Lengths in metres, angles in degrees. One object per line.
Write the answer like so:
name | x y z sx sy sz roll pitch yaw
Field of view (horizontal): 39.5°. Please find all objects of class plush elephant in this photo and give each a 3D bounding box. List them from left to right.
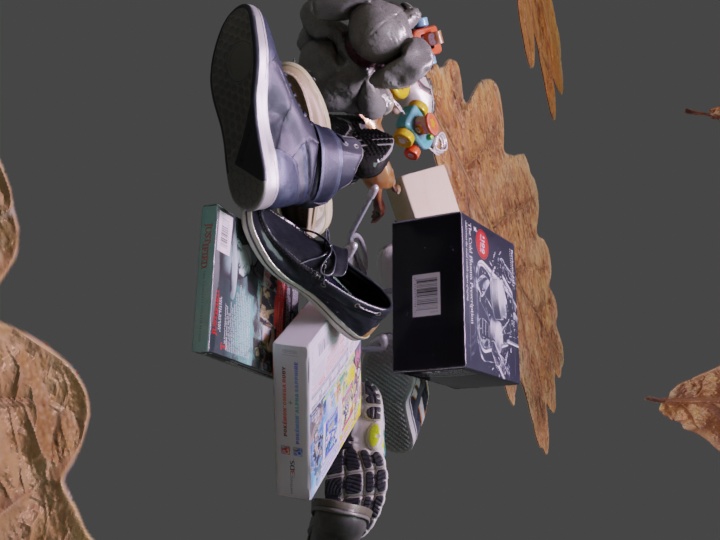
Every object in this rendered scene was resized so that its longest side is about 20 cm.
plush elephant | 0.005 -0.262 1.160 0.165 0.155 0.200 58 30 -7

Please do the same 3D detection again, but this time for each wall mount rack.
wall mount rack | 0.000 0.000 1.268 0.200 0.074 0.174 -72 149 -47

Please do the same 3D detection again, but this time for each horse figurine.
horse figurine | 0.018 -0.166 1.382 0.133 0.050 0.201 -24 107 -76

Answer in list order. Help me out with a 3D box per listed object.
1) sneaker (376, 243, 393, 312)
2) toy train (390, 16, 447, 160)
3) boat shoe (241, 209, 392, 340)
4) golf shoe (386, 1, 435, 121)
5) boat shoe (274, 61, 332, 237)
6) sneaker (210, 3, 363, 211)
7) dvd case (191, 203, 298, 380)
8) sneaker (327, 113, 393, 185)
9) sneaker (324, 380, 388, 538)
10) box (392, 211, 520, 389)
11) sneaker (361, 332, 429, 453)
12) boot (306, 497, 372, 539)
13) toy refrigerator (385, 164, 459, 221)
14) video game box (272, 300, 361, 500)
sneaker | 0.080 0.055 1.413 0.080 0.070 0.201 -52 120 -88
toy train | 0.093 -0.261 1.433 0.150 0.055 0.201 -20 102 -46
boat shoe | -0.043 -0.006 1.038 0.200 0.062 0.075 44 29 -24
golf shoe | 0.051 -0.293 1.483 0.088 0.077 0.201 -29 109 -50
boat shoe | -0.073 -0.125 1.098 0.065 0.072 0.201 -49 137 -62
sneaker | -0.072 -0.161 1.019 0.146 0.077 0.203 -4 88 -45
dvd case | -0.112 0.030 1.034 0.200 0.022 0.147 36 54 -66
sneaker | -0.009 -0.131 1.179 0.200 0.073 0.080 -121 -146 -69
sneaker | 0.004 0.238 1.249 0.080 0.077 0.201 69 25 -59
box | 0.128 0.045 1.322 0.182 0.104 0.201 22 64 -58
sneaker | 0.049 0.152 1.375 0.079 0.078 0.201 -60 153 -49
boot | -0.039 0.356 1.067 0.182 0.072 0.201 98 4 -62
toy refrigerator | 0.109 -0.046 1.480 0.070 0.076 0.201 -23 -95 67
video game box | -0.044 0.125 1.122 0.200 0.047 0.183 -51 142 -65
